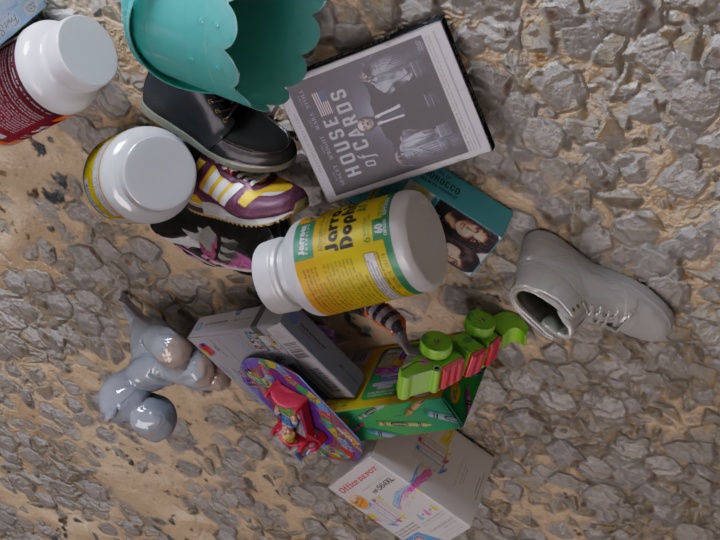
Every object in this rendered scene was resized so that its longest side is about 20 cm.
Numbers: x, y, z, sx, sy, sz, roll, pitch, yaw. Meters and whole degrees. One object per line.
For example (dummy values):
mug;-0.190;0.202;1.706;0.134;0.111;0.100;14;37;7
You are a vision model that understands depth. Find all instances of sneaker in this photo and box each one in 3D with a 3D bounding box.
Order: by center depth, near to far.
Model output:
sneaker;0.256;0.049;1.272;0.199;0.116;0.074;29;136;-3
sneaker;-0.160;-0.190;1.288;0.199;0.075;0.107;25;138;6
sneaker;-0.145;-0.109;1.336;0.199;0.075;0.091;9;118;40
sneaker;-0.170;-0.037;1.436;0.199;0.081;0.086;25;166;39

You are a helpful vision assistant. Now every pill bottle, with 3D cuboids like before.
pill bottle;-0.015;-0.013;1.253;0.199;0.113;0.113;-14;124;27
pill bottle;-0.257;-0.111;1.330;0.113;0.113;0.200;45;166;-18
pill bottle;-0.384;-0.227;1.342;0.199;0.113;0.113;-16;122;38

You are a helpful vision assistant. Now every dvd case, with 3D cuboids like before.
dvd case;0.024;-0.167;1.204;0.199;0.025;0.151;-17;112;22

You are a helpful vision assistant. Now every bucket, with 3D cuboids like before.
bucket;-0.133;-0.268;1.115;0.134;0.208;0.208;16;137;19

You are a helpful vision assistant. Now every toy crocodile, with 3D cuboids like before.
toy crocodile;0.120;0.102;1.351;0.062;0.199;0.068;36;132;33

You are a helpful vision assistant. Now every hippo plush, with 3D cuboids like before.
hippo plush;-0.299;0.155;1.592;0.200;0.161;0.159;35;175;-11

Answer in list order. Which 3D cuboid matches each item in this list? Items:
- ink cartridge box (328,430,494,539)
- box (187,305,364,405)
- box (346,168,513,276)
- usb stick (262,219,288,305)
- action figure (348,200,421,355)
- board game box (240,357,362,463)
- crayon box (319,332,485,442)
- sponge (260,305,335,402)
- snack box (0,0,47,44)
ink cartridge box;0.061;0.277;1.584;0.199;0.126;0.129;35;137;-9
box;-0.114;0.114;1.499;0.199;0.041;0.156;-13;129;45
box;0.067;-0.081;1.293;0.199;0.049;0.082;32;138;-3
usb stick;-0.113;-0.023;1.457;0.055;0.033;0.201;18;137;23
action figure;0.000;0.000;1.358;0.193;0.105;0.201;22;135;31
board game box;-0.089;0.198;1.488;0.200;0.039;0.158;48;151;-16
crayon box;0.056;0.154;1.473;0.199;0.119;0.058;-13;124;36
sponge;-0.084;0.131;1.569;0.111;0.030;0.201;16;147;15
snack box;-0.488;-0.262;1.322;0.199;0.169;0.068;-16;120;38
